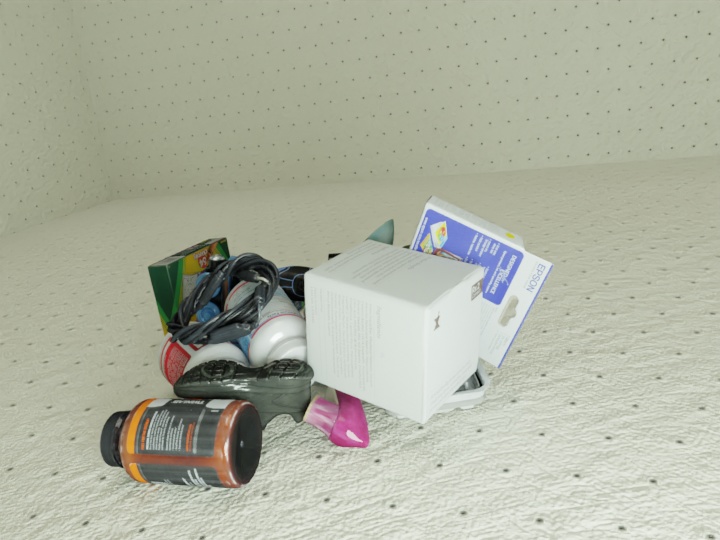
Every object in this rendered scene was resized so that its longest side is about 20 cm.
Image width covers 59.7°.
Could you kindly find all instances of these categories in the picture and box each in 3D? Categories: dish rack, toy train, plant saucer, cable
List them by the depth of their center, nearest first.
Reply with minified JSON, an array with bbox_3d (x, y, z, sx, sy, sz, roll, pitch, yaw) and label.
[{"bbox_3d":[0.101,0.164,0.963,0.167,0.045,0.200,-7,17,-2],"label":"dish rack"},{"bbox_3d":[-0.221,0.044,0.978,0.196,0.051,0.166,-18,43,20],"label":"cable"},{"bbox_3d":[0.000,0.000,1.062,0.201,0.039,0.201,-47,-5,-6],"label":"plant saucer"},{"bbox_3d":[-0.237,0.073,1.144,0.111,0.205,0.087,4,16,0],"label":"toy train"}]

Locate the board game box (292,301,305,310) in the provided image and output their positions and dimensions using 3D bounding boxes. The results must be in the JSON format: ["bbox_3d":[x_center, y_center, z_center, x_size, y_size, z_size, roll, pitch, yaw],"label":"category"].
[{"bbox_3d":[-0.219,0.094,1.338,0.132,0.035,0.200,-1,18,21],"label":"board game box"}]

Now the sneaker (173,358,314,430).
[{"bbox_3d":[-0.161,0.175,0.864,0.194,0.093,0.076,1,16,4],"label":"sneaker"}]

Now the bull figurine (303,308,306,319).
[{"bbox_3d":[-0.062,0.099,1.184,0.118,0.067,0.200,-3,9,6],"label":"bull figurine"}]

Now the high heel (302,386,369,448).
[{"bbox_3d":[-0.010,0.193,0.914,0.094,0.069,0.200,26,11,9],"label":"high heel"}]

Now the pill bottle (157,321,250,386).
[{"bbox_3d":[-0.243,0.159,0.999,0.110,0.115,0.198,-17,19,-30],"label":"pill bottle"}]

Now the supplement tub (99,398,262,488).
[{"bbox_3d":[-0.233,0.219,0.808,0.195,0.110,0.107,-2,17,15],"label":"supplement tub"}]

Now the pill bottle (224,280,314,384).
[{"bbox_3d":[-0.137,0.101,0.989,0.106,0.111,0.200,-14,34,-24],"label":"pill bottle"}]

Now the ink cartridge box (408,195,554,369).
[{"bbox_3d":[0.157,0.019,0.929,0.197,0.201,0.047,26,34,9],"label":"ink cartridge box"}]

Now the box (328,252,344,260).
[{"bbox_3d":[0.051,-0.015,1.303,0.155,0.051,0.197,-3,2,-42],"label":"box"}]

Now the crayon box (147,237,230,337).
[{"bbox_3d":[-0.338,0.044,1.309,0.057,0.177,0.200,-2,17,26],"label":"crayon box"}]

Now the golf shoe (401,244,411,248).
[{"bbox_3d":[0.083,-0.008,1.120,0.092,0.080,0.200,-18,-12,1],"label":"golf shoe"}]

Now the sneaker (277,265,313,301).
[{"bbox_3d":[-0.081,0.027,1.210,0.196,0.072,0.077,3,-3,-28],"label":"sneaker"}]

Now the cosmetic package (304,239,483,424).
[{"bbox_3d":[0.047,0.074,0.876,0.197,0.169,0.164,15,27,33],"label":"cosmetic package"}]
